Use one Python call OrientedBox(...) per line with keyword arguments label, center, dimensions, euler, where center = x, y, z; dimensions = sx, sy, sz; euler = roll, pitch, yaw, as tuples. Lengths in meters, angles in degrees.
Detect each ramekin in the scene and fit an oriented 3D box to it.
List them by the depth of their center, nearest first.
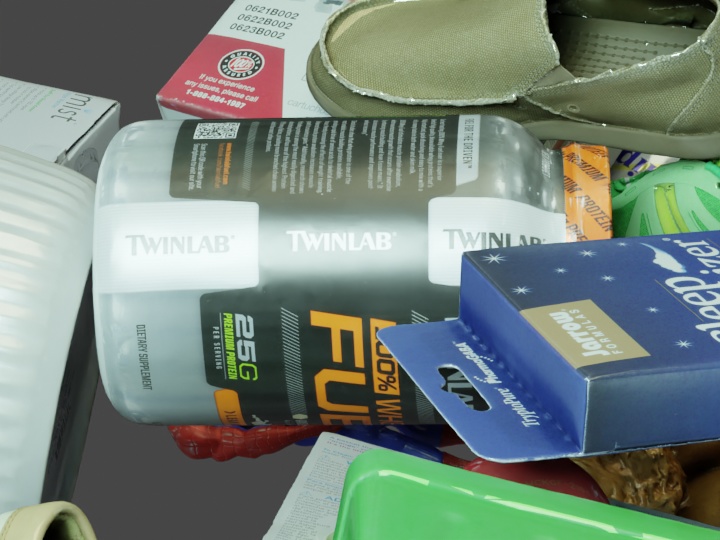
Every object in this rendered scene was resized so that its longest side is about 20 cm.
OrientedBox(label="ramekin", center=(-0.164, 0.040, 0.917), dimensions=(0.104, 0.202, 0.201), euler=(11, 27, -1))

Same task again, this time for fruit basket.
OrientedBox(label="fruit basket", center=(0.058, 0.109, 0.745), dimensions=(0.183, 0.095, 0.200), euler=(13, 8, 5))

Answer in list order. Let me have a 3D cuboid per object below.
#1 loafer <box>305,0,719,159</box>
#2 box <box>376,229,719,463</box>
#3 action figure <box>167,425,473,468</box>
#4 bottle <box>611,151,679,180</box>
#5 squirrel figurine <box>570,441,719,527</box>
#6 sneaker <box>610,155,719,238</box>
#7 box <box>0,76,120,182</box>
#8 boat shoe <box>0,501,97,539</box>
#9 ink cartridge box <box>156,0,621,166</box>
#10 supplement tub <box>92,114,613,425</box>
OrientedBox(label="loafer", center=(0.071, -0.093, 0.924), dimensions=(0.198, 0.068, 0.076), euler=(3, 50, 16))
OrientedBox(label="box", center=(0.116, 0.021, 0.784), dimensions=(0.198, 0.033, 0.121), euler=(-6, 22, -17))
OrientedBox(label="action figure", center=(-0.018, 0.067, 1.069), dimensions=(0.198, 0.052, 0.066), euler=(5, 32, 0))
OrientedBox(label="bottle", center=(0.136, -0.020, 1.142), dimensions=(0.083, 0.065, 0.200), euler=(34, 77, 20))
OrientedBox(label="squirrel figurine", center=(0.148, 0.103, 0.963), dimensions=(0.198, 0.142, 0.187), euler=(7, 39, -6))
OrientedBox(label="sneaker", center=(0.146, -0.026, 0.952), dimensions=(0.198, 0.084, 0.074), euler=(6, 27, 20))
OrientedBox(label="box", center=(-0.235, -0.029, 1.144), dimensions=(0.175, 0.098, 0.200), euler=(12, 27, 9))
OrientedBox(label="boat shoe", center=(-0.099, 0.169, 0.731), dimensions=(0.074, 0.066, 0.202), euler=(17, 49, -55))
OrientedBox(label="ink cartridge box", center=(0.030, -0.084, 1.073), dimensions=(0.144, 0.145, 0.201), euler=(16, 54, 30))
OrientedBox(label="supplement tub", center=(0.000, 0.000, 0.894), dimensions=(0.198, 0.124, 0.123), euler=(-1, 27, 5))
